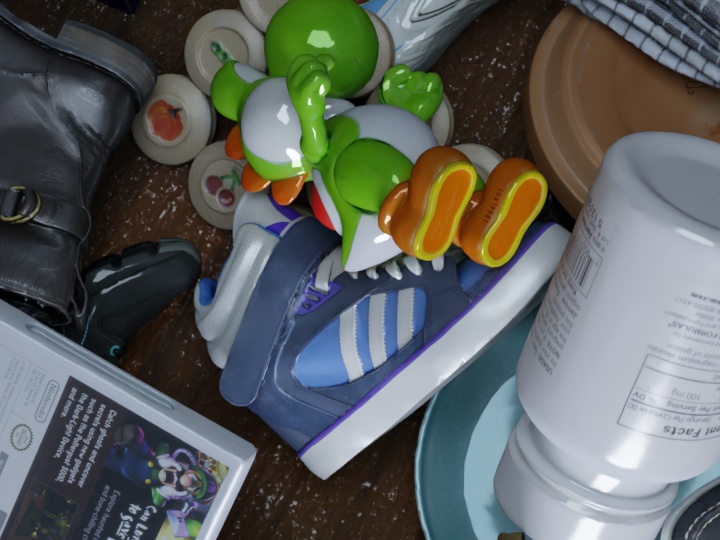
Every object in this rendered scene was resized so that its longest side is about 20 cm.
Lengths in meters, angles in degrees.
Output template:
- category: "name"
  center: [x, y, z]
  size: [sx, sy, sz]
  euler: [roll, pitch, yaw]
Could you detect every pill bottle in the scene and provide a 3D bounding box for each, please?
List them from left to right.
- category: "pill bottle"
  center: [0.141, 0.042, 1.407]
  size: [0.114, 0.114, 0.201]
  euler: [24, 118, 6]

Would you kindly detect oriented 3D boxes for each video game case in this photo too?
- category: "video game case"
  center: [-0.169, 0.127, 1.471]
  size: [0.181, 0.023, 0.200]
  euler: [29, 117, 7]

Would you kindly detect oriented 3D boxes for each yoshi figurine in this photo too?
- category: "yoshi figurine"
  center: [0.003, -0.082, 1.437]
  size: [0.112, 0.113, 0.200]
  euler: [-36, 44, -24]

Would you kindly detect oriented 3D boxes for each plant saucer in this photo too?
- category: "plant saucer"
  center: [0.128, 0.111, 1.509]
  size: [0.199, 0.036, 0.201]
  euler: [0, 80, 2]
- category: "plant saucer"
  center: [0.187, -0.084, 1.501]
  size: [0.199, 0.032, 0.201]
  euler: [5, 56, -7]

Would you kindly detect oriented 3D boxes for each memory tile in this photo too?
- category: "memory tile"
  center: [-0.023, -0.063, 1.523]
  size: [0.200, 0.017, 0.153]
  euler: [48, 110, 9]

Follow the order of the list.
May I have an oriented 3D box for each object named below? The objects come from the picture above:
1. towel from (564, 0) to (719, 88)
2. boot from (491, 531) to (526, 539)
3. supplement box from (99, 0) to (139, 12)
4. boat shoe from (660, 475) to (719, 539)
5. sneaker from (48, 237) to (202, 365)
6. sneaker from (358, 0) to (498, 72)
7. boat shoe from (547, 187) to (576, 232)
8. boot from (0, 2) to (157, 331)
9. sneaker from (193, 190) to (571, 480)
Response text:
- category: "towel"
  center: [0.219, -0.172, 1.470]
  size: [0.200, 0.086, 0.166]
  euler: [31, 65, 23]
- category: "boot"
  center: [-0.010, 0.207, 1.441]
  size: [0.199, 0.176, 0.066]
  euler: [-1, 39, 0]
- category: "supplement box"
  center: [-0.146, -0.261, 1.546]
  size: [0.108, 0.110, 0.201]
  euler: [19, 82, 5]
- category: "boat shoe"
  center: [0.255, 0.132, 1.461]
  size: [0.199, 0.060, 0.074]
  euler: [-4, 88, -16]
- category: "sneaker"
  center: [-0.165, 0.052, 1.522]
  size: [0.200, 0.075, 0.079]
  euler: [-31, 95, 3]
- category: "sneaker"
  center: [0.066, -0.177, 1.543]
  size: [0.200, 0.072, 0.073]
  euler: [-37, 83, -6]
- category: "boat shoe"
  center: [0.191, -0.006, 1.514]
  size: [0.201, 0.063, 0.074]
  euler: [31, 80, 6]
- category: "boot"
  center: [-0.214, -0.060, 1.501]
  size: [0.199, 0.069, 0.175]
  euler: [14, 62, 14]
- category: "sneaker"
  center: [0.000, 0.000, 1.470]
  size: [0.200, 0.081, 0.147]
  euler: [-42, 84, 24]
